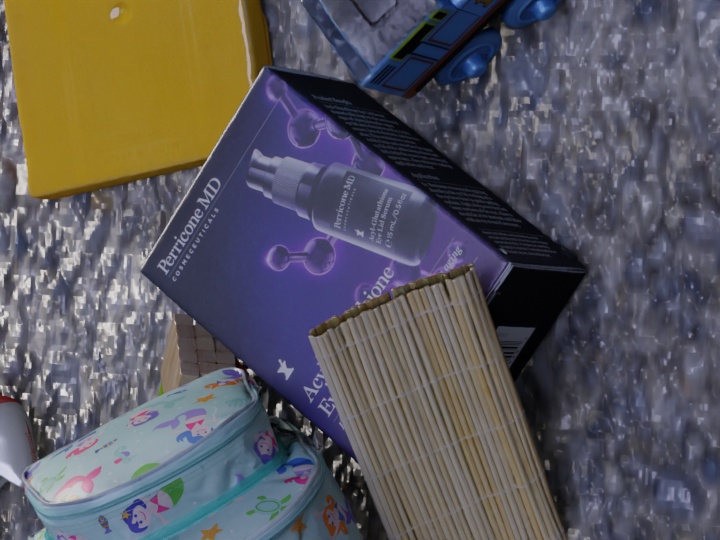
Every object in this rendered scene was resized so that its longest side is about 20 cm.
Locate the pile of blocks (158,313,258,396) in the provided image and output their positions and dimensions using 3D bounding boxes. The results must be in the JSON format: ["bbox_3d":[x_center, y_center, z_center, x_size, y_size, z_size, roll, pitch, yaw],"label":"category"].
[{"bbox_3d":[-0.094,0.128,1.586,0.062,0.082,0.200,6,103,-13],"label":"pile of blocks"}]

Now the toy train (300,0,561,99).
[{"bbox_3d":[0.066,-0.177,1.472,0.200,0.114,0.087,-43,69,21],"label":"toy train"}]

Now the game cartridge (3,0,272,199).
[{"bbox_3d":[-0.139,-0.157,1.636,0.176,0.032,0.200,-11,85,28],"label":"game cartridge"}]

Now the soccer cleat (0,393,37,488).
[{"bbox_3d":[-0.283,0.150,1.678,0.200,0.069,0.085,-35,67,18],"label":"soccer cleat"}]

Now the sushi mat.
[{"bbox_3d":[0.045,0.093,1.434,0.096,0.200,0.012,-23,30,-4],"label":"sushi mat"}]

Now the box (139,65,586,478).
[{"bbox_3d":[0.000,0.000,1.506,0.200,0.104,0.148,38,106,25],"label":"box"}]

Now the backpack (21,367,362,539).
[{"bbox_3d":[-0.089,0.150,1.442,0.177,0.200,0.151,-27,111,-6],"label":"backpack"}]
